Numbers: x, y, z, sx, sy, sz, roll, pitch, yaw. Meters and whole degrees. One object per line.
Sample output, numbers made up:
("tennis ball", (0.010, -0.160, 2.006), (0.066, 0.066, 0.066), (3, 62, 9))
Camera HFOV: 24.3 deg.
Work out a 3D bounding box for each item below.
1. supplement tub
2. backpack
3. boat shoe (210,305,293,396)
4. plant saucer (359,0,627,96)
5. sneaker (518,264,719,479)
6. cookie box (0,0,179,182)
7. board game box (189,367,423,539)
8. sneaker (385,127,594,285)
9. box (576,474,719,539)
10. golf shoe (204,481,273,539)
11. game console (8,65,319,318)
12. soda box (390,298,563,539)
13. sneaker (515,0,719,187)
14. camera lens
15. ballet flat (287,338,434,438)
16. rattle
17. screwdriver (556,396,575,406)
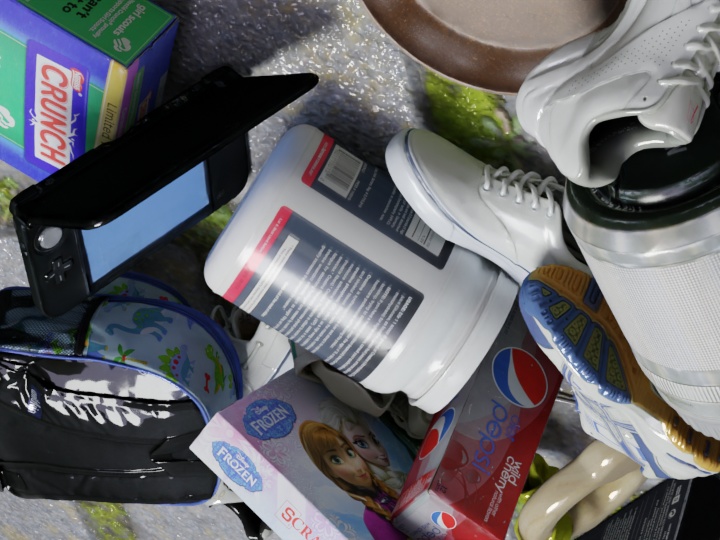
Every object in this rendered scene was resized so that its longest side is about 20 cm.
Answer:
("supplement tub", (0.000, 0.000, 1.211), (0.199, 0.141, 0.140), (33, 140, -6))
("backpack", (-0.194, 0.091, 1.338), (0.199, 0.147, 0.184), (6, 134, 13))
("boat shoe", (-0.083, 0.053, 1.367), (0.086, 0.075, 0.202), (31, 137, -5))
("plant saucer", (0.085, -0.197, 1.037), (0.199, 0.035, 0.201), (15, 138, 13))
("sneaker", (0.170, 0.082, 1.171), (0.200, 0.075, 0.088), (45, 144, -12))
("cookie box", (-0.244, -0.157, 1.217), (0.199, 0.075, 0.172), (30, 141, 6))
("board game box", (-0.004, 0.160, 1.248), (0.199, 0.200, 0.041), (43, 113, 8))
("sneaker", (0.109, -0.045, 1.170), (0.199, 0.073, 0.071), (34, 132, -22))
("box", (0.266, 0.270, 1.383), (0.148, 0.105, 0.200), (34, 140, -9))
("golf shoe", (-0.121, 0.156, 1.485), (0.078, 0.095, 0.200), (-19, 121, 42))
("game console", (-0.130, -0.049, 1.164), (0.116, 0.200, 0.177), (37, 148, 30))
("soda box", (0.093, 0.118, 1.239), (0.070, 0.201, 0.063), (35, 140, -9))
("sneaker", (0.186, -0.121, 0.974), (0.078, 0.100, 0.200), (22, 122, -40))
("camera lens", (0.230, -0.011, 1.057), (0.159, 0.160, 0.200), (-7, 130, 34))
("ballet flat", (0.029, 0.094, 1.298), (0.199, 0.070, 0.069), (25, 142, -18))
("rattle", (0.177, 0.121, 1.319), (0.129, 0.143, 0.200), (0, 140, -27))
("screwdriver", (0.102, 0.092, 1.343), (0.199, 0.029, 0.028), (18, 140, 13))
